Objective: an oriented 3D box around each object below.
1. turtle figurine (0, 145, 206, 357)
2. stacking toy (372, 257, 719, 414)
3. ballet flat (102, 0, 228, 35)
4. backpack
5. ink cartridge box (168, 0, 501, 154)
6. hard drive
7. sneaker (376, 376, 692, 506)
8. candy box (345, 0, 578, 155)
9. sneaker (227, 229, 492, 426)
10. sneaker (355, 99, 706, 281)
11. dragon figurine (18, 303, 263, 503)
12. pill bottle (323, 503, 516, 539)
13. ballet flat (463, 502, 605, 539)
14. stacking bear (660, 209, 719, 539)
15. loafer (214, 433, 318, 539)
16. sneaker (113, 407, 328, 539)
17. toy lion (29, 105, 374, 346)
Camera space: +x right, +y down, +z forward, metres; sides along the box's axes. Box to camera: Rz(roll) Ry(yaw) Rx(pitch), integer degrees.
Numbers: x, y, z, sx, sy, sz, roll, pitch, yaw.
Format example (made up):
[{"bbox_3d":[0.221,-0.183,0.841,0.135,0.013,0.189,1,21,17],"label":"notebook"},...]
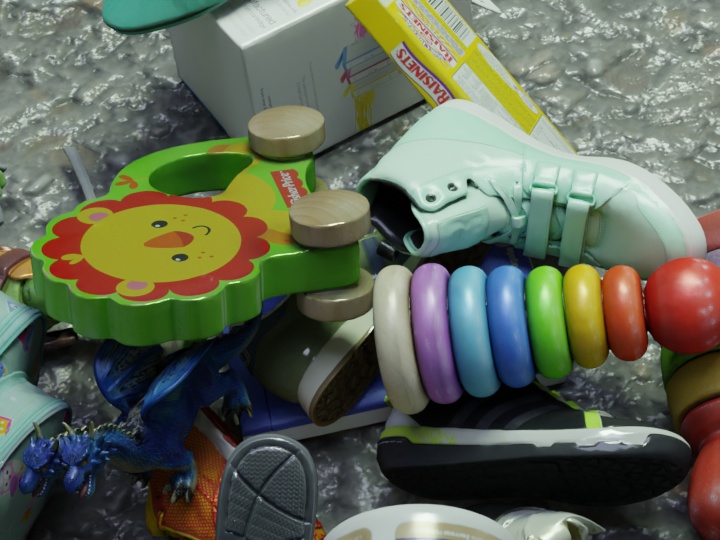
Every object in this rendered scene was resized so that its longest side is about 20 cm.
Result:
[{"bbox_3d":[-0.183,-0.024,1.483,0.194,0.144,0.200,22,59,23],"label":"turtle figurine"},{"bbox_3d":[0.111,0.026,1.329,0.200,0.085,0.085,-8,47,10],"label":"stacking toy"},{"bbox_3d":[-0.079,-0.217,1.519,0.200,0.070,0.067,-21,49,-9],"label":"ballet flat"},{"bbox_3d":[-0.252,0.099,1.365,0.153,0.176,0.200,21,52,4],"label":"backpack"},{"bbox_3d":[-0.018,-0.182,1.612,0.200,0.125,0.129,-29,50,-16],"label":"ink cartridge box"},{"bbox_3d":[0.015,0.036,1.478,0.200,0.025,0.132,-12,48,-2],"label":"hard drive"},{"bbox_3d":[0.096,0.083,1.360,0.200,0.072,0.083,-1,61,29],"label":"sneaker"},{"bbox_3d":[0.074,-0.108,1.491,0.026,0.200,0.102,-38,5,26],"label":"candy box"},{"bbox_3d":[0.000,0.000,1.448,0.090,0.067,0.200,30,61,24],"label":"sneaker"},{"bbox_3d":[0.093,-0.022,1.370,0.200,0.074,0.118,25,43,27],"label":"sneaker"},{"bbox_3d":[-0.111,0.063,1.337,0.059,0.099,0.200,22,66,33],"label":"dragon figurine"},{"bbox_3d":[0.030,0.233,1.233,0.115,0.116,0.200,-2,55,6],"label":"pill bottle"},{"bbox_3d":[0.124,0.175,1.309,0.068,0.068,0.200,-33,52,-27],"label":"ballet flat"},{"bbox_3d":[0.229,0.073,1.364,0.113,0.122,0.200,2,56,6],"label":"stacking bear"},{"bbox_3d":[-0.060,0.187,1.293,0.072,0.063,0.200,12,89,0],"label":"loafer"},{"bbox_3d":[-0.077,0.144,1.380,0.077,0.073,0.200,-47,51,-3],"label":"sneaker"},{"bbox_3d":[-0.097,-0.020,1.376,0.191,0.069,0.200,-8,29,-10],"label":"toy lion"}]
